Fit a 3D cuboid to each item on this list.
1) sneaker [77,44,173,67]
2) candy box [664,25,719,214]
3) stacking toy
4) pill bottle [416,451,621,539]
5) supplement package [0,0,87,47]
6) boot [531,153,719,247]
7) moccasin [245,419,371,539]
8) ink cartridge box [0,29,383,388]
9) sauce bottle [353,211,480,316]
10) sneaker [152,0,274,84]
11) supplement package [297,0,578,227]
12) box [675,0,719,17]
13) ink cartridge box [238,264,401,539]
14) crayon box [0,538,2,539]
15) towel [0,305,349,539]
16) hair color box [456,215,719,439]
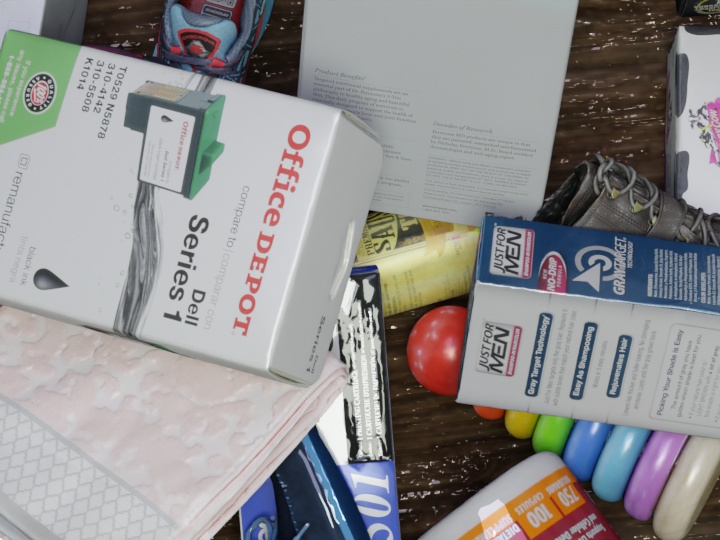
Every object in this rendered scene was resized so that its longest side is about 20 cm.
[{"bbox_3d":[-0.103,-0.061,1.272,0.200,0.075,0.081,35,100,29],"label":"sneaker"},{"bbox_3d":[0.288,-0.073,1.365,0.199,0.061,0.137,4,76,1],"label":"candy box"},{"bbox_3d":[0.119,0.080,1.324,0.199,0.085,0.086,27,77,14],"label":"stacking toy"},{"bbox_3d":[0.123,0.212,1.263,0.113,0.113,0.200,-35,80,-9],"label":"pill bottle"},{"bbox_3d":[-0.278,-0.134,1.340,0.199,0.147,0.192,6,76,2],"label":"supplement package"},{"bbox_3d":[0.196,-0.018,1.272,0.174,0.200,0.069,29,37,-24],"label":"boot"},{"bbox_3d":[-0.024,0.174,1.243,0.068,0.080,0.201,-21,94,5],"label":"moccasin"},{"bbox_3d":[-0.105,-0.033,1.191,0.199,0.084,0.147,14,85,17],"label":"ink cartridge box"},{"bbox_3d":[0.000,0.000,1.345,0.199,0.066,0.066,-17,76,-6],"label":"sauce bottle"},{"bbox_3d":[-0.105,-0.125,1.363,0.079,0.096,0.201,9,75,3],"label":"sneaker"},{"bbox_3d":[0.048,-0.152,1.293,0.151,0.200,0.151,9,43,3],"label":"supplement package"},{"bbox_3d":[0.271,-0.268,1.424,0.160,0.049,0.201,-6,75,0],"label":"box"},{"bbox_3d":[-0.027,0.101,1.299,0.094,0.044,0.201,-4,94,-1],"label":"ink cartridge box"},{"bbox_3d":[-0.176,0.185,1.286,0.125,0.052,0.201,10,83,-7],"label":"crayon box"},{"bbox_3d":[-0.138,0.074,1.230,0.200,0.032,0.191,31,66,29],"label":"towel"},{"bbox_3d":[0.159,0.035,1.251,0.199,0.100,0.061,8,43,1],"label":"hair color box"}]
